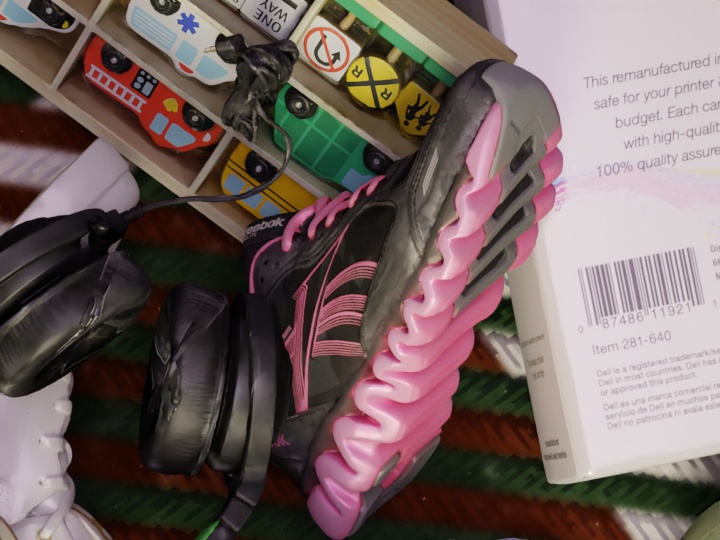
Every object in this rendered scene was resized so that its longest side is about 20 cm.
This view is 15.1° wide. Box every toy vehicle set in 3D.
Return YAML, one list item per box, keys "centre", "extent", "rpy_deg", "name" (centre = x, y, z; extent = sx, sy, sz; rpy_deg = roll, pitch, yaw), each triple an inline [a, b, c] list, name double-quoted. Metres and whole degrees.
- centre: [-0.057, -0.089, 0.968]
  extent: [0.199, 0.124, 0.027]
  rpy_deg: [36, 40, 0]
  name: "toy vehicle set"

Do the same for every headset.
- centre: [-0.073, 0.018, 0.891]
  extent: [0.123, 0.094, 0.201]
  rpy_deg: [28, 66, -4]
  name: "headset"

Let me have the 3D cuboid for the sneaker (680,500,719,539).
- centre: [0.194, 0.146, 0.996]
  extent: [0.199, 0.067, 0.090]
  rpy_deg: [28, 112, -16]
  name: "sneaker"

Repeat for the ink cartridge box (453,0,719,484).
- centre: [0.123, -0.034, 0.991]
  extent: [0.144, 0.084, 0.202]
  rpy_deg: [-11, 86, -6]
  name: "ink cartridge box"

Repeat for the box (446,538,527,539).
- centre: [0.021, 0.193, 0.983]
  extent: [0.119, 0.041, 0.200]
  rpy_deg: [44, 85, 0]
  name: "box"

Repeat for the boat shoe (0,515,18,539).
- centre: [-0.205, 0.134, 0.921]
  extent: [0.199, 0.065, 0.072]
  rpy_deg: [-19, 106, 18]
  name: "boat shoe"

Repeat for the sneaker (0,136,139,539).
- centre: [-0.116, 0.060, 0.972]
  extent: [0.115, 0.074, 0.200]
  rpy_deg: [37, 92, -2]
  name: "sneaker"

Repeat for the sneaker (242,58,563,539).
- centre: [0.000, 0.000, 0.944]
  extent: [0.095, 0.079, 0.201]
  rpy_deg: [38, 127, 17]
  name: "sneaker"
